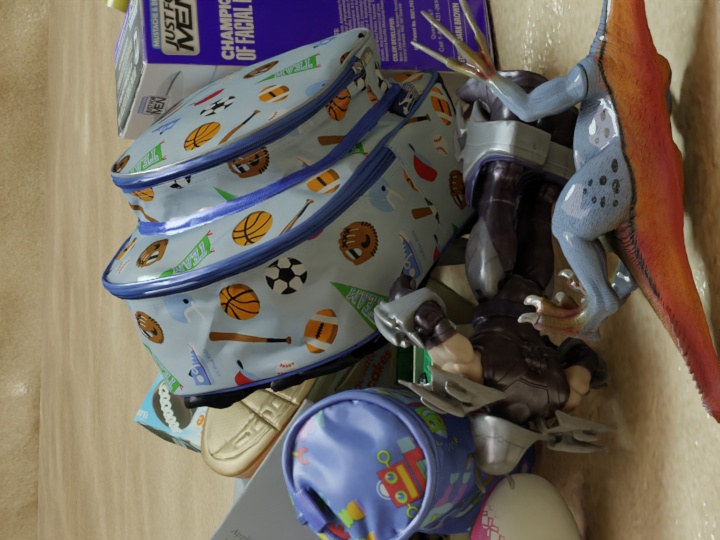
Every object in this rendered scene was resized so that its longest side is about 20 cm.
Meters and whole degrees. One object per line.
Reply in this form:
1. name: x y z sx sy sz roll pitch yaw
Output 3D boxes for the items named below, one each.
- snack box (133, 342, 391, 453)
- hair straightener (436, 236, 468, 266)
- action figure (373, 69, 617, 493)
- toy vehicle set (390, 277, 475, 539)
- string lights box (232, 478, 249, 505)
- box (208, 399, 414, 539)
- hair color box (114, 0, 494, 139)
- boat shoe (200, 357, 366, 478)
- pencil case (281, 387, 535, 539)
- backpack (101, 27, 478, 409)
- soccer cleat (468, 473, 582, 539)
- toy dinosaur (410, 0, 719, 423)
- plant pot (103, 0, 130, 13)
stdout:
1. snack box: -0.066 0.080 1.295 0.200 0.037 0.116 12 70 50
2. hair straightener: 0.000 0.000 1.105 0.200 0.041 0.077 -12 64 44
3. action figure: 0.071 0.010 0.902 0.069 0.130 0.201 -13 62 43
4. toy vehicle set: 0.048 0.114 1.145 0.124 0.026 0.201 -145 54 -70
5. string lights box: -0.017 0.211 1.251 0.200 0.102 0.059 -113 25 -52
6. box: -0.052 0.197 1.093 0.200 0.097 0.125 -54 -8 -36
7. hair color box: -0.036 -0.120 1.083 0.109 0.199 0.065 129 138 -66
8. boat shoe: -0.025 0.051 1.191 0.074 0.069 0.200 27 81 40
9. pencil case: 0.028 0.100 0.956 0.078 0.087 0.200 50 -167 16
10. backpack: -0.038 -0.024 0.967 0.154 0.200 0.191 53 -146 -22
11. soccer cleat: 0.102 0.200 0.919 0.086 0.070 0.201 -6 88 56
12. toy dinosaur: 0.125 -0.065 0.823 0.200 0.105 0.182 31 119 31
13. plant pot: -0.060 -0.267 1.192 0.200 0.199 0.177 -116 39 -55
